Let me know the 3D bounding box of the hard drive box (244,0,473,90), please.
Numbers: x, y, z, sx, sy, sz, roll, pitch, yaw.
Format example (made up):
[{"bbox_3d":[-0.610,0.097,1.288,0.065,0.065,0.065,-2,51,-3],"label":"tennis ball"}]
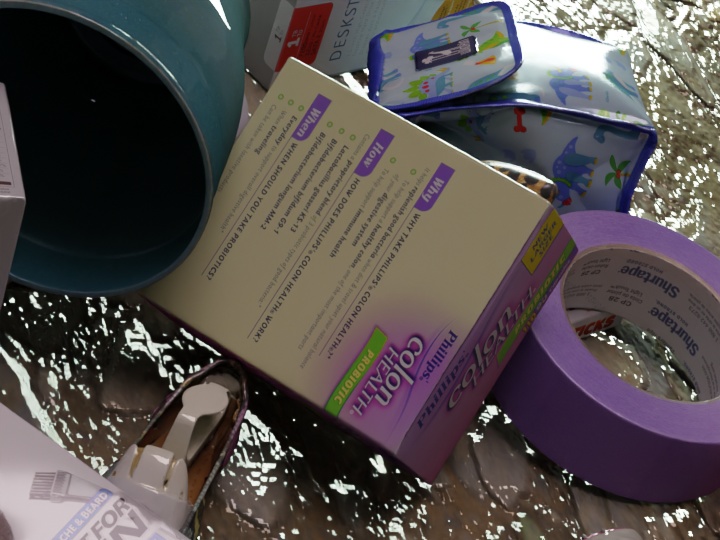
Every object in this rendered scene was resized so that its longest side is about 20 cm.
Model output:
[{"bbox_3d":[0.003,-0.236,1.730,0.199,0.156,0.077,-17,50,-38],"label":"hard drive box"}]

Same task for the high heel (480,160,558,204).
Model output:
[{"bbox_3d":[0.023,-0.020,1.456,0.142,0.200,0.072,-14,88,-42],"label":"high heel"}]

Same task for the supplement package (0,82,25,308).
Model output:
[{"bbox_3d":[-0.285,-0.001,1.250,0.155,0.201,0.111,4,38,-20],"label":"supplement package"}]

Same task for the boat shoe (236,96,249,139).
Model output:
[{"bbox_3d":[-0.137,-0.152,1.635,0.200,0.069,0.057,50,7,28],"label":"boat shoe"}]

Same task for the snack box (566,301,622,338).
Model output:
[{"bbox_3d":[0.091,0.031,1.534,0.199,0.024,0.072,-17,51,-40],"label":"snack box"}]

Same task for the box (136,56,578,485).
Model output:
[{"bbox_3d":[0.000,0.000,1.380,0.199,0.176,0.097,30,-6,22],"label":"box"}]

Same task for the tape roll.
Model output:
[{"bbox_3d":[0.181,0.054,1.487,0.199,0.066,0.201,16,42,-15],"label":"tape roll"}]

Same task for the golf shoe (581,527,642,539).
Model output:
[{"bbox_3d":[0.112,0.210,1.273,0.199,0.076,0.092,-17,53,-38],"label":"golf shoe"}]

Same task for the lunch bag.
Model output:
[{"bbox_3d":[0.101,-0.114,1.634,0.199,0.128,0.170,12,24,-6],"label":"lunch bag"}]

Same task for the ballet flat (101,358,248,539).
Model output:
[{"bbox_3d":[-0.111,0.115,1.291,0.069,0.071,0.200,23,36,3],"label":"ballet flat"}]

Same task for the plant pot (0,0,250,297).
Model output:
[{"bbox_3d":[-0.156,-0.120,1.353,0.199,0.201,0.188,21,40,2],"label":"plant pot"}]

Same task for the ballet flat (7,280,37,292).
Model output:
[{"bbox_3d":[-0.281,-0.004,1.378,0.199,0.068,0.076,-2,66,-32],"label":"ballet flat"}]

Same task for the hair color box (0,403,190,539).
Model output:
[{"bbox_3d":[-0.177,0.153,1.190,0.199,0.065,0.109,32,60,19],"label":"hair color box"}]

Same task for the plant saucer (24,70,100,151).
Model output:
[{"bbox_3d":[-0.191,-0.123,1.514,0.200,0.035,0.200,42,16,-15],"label":"plant saucer"}]
